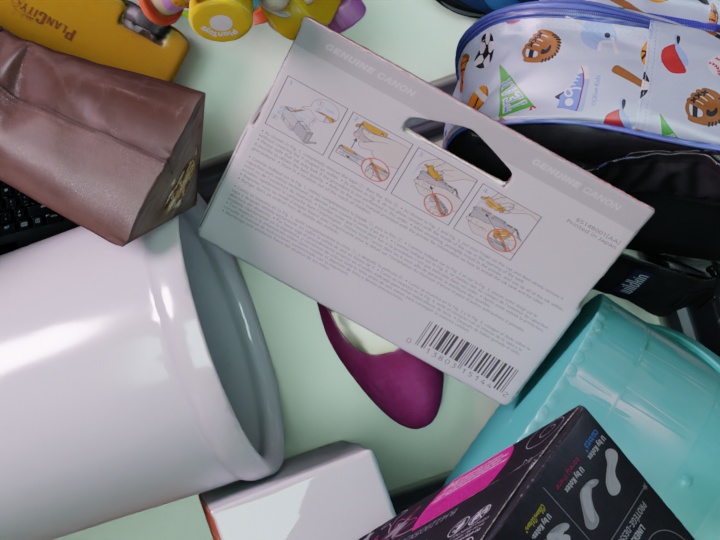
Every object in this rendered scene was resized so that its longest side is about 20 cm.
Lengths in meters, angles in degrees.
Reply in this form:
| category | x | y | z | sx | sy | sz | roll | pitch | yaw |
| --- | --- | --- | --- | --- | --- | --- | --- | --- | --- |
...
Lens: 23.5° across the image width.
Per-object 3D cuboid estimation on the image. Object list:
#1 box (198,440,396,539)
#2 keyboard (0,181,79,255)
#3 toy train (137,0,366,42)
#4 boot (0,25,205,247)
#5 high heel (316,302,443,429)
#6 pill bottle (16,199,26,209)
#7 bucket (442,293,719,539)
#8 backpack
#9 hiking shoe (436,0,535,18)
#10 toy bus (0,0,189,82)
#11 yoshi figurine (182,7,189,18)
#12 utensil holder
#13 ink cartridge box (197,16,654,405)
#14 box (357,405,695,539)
| category | x | y | z | sx | sy | sz | roll | pitch | yaw |
| --- | --- | --- | --- | --- | --- | --- | --- | --- | --- |
| box | -0.012 | 0.208 | 0.982 | 0.097 | 0.124 | 0.202 | -19 | 90 | -9 |
| keyboard | -0.199 | -0.049 | 0.955 | 0.199 | 0.040 | 0.105 | -16 | 122 | -22 |
| toy train | -0.067 | -0.180 | 0.862 | 0.055 | 0.200 | 0.151 | -23 | 90 | 30 |
| boot | -0.191 | -0.045 | 0.888 | 0.199 | 0.064 | 0.188 | 25 | 74 | -1 |
| high heel | 0.000 | 0.000 | 0.996 | 0.067 | 0.096 | 0.202 | -16 | 91 | 4 |
| pill bottle | -0.275 | -0.098 | 0.993 | 0.199 | 0.106 | 0.107 | 31 | 94 | -17 |
| bucket | 0.132 | 0.122 | 0.944 | 0.134 | 0.207 | 0.208 | 38 | 94 | 0 |
| backpack | 0.139 | -0.082 | 0.940 | 0.189 | 0.200 | 0.155 | 5 | 67 | -4 |
| hiking shoe | 0.132 | -0.187 | 0.984 | 0.198 | 0.087 | 0.075 | -6 | 91 | 4 |
| toy bus | -0.200 | -0.155 | 0.988 | 0.199 | 0.078 | 0.065 | 27 | 96 | -27 |
| yoshi figurine | -0.119 | -0.200 | 0.943 | 0.111 | 0.200 | 0.113 | 14 | 95 | 4 |
| utensil holder | -0.162 | 0.065 | 0.976 | 0.198 | 0.170 | 0.171 | -20 | 91 | 7 |
| ink cartridge box | 0.032 | -0.036 | 0.905 | 0.199 | 0.045 | 0.177 | 29 | 135 | -3 |
| box | 0.052 | 0.178 | 0.813 | 0.115 | 0.132 | 0.200 | 48 | 134 | -3 |
